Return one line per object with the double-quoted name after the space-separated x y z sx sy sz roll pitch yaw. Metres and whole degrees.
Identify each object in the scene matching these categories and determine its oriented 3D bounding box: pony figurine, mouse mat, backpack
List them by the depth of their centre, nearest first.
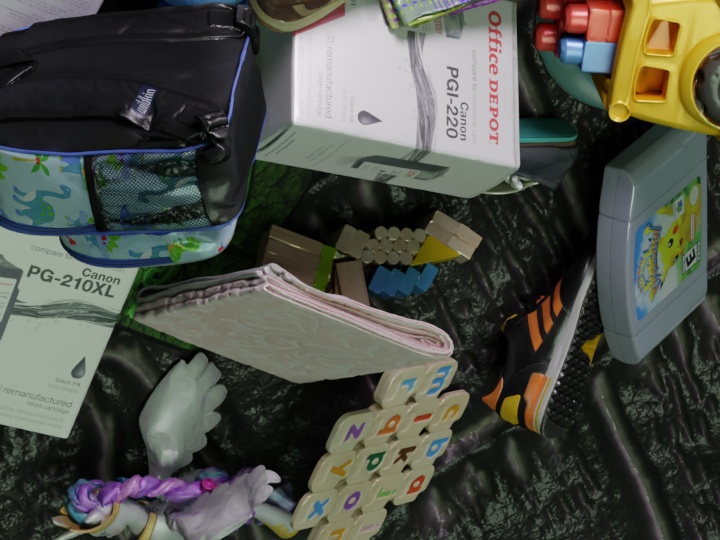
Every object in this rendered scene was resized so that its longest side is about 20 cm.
-0.175 -0.092 1.554 0.199 0.183 0.147 0 129 6 "backpack"
-0.146 -0.030 1.764 0.161 0.008 0.200 22 109 -31 "mouse mat"
-0.142 0.193 1.832 0.193 0.167 0.200 -39 142 15 "pony figurine"

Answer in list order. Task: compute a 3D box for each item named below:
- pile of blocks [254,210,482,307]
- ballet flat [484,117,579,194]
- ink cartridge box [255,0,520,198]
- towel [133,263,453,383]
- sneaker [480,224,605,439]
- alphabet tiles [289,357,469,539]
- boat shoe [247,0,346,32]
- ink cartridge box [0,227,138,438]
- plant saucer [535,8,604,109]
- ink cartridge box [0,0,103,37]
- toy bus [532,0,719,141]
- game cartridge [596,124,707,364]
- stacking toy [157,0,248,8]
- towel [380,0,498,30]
0.000 0.000 1.799 0.199 0.062 0.082 -6 83 -17 "pile of blocks"
0.087 -0.095 1.778 0.199 0.073 0.073 5 118 -27 "ballet flat"
0.019 -0.147 1.665 0.200 0.146 0.085 10 160 -28 "ink cartridge box"
-0.057 0.045 1.745 0.191 0.200 0.032 23 70 -33 "towel"
0.167 0.041 1.893 0.070 0.090 0.201 26 84 -57 "sneaker"
0.017 0.162 1.891 0.195 0.015 0.200 -7 127 -53 "alphabet tiles"
0.007 -0.246 1.579 0.200 0.072 0.072 -32 84 -15 "boat shoe"
-0.266 0.015 1.692 0.144 0.084 0.200 15 114 -24 "ink cartridge box"
0.241 -0.216 1.788 0.200 0.027 0.201 -10 123 -15 "plant saucer"
-0.248 -0.214 1.589 0.119 0.042 0.200 19 110 -32 "ink cartridge box"
0.238 -0.213 1.707 0.191 0.136 0.200 7 117 -7 "toy bus"
0.252 -0.023 1.869 0.133 0.040 0.200 -35 133 -35 "game cartridge"
-0.116 -0.177 1.641 0.085 0.085 0.200 -10 126 -16 "stacking toy"
0.093 -0.275 1.643 0.200 0.023 0.144 -20 83 -9 "towel"
